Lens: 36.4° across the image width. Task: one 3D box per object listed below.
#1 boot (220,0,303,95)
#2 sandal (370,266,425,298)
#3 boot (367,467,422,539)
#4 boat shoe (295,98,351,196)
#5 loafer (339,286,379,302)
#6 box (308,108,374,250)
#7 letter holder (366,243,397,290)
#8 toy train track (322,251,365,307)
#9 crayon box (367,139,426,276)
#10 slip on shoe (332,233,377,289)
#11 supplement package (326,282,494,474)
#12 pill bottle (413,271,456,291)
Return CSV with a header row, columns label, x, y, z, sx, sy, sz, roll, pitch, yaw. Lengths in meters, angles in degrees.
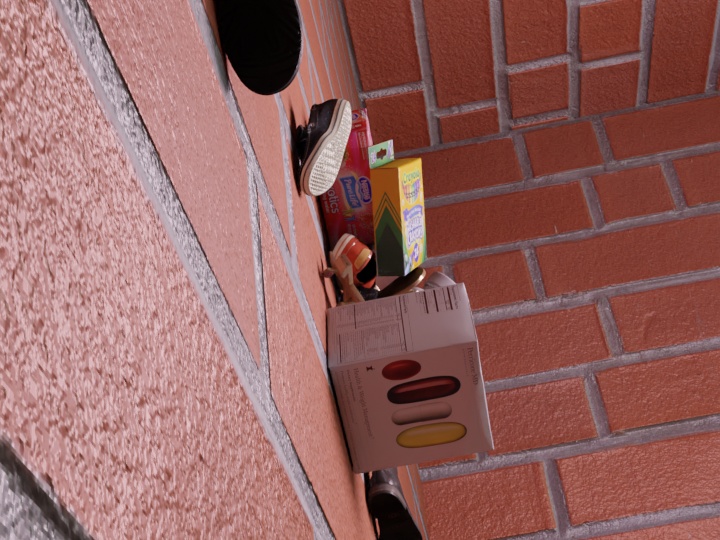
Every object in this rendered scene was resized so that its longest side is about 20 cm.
label,x,y,z,sx,sy,sz,roll,pitch,yaw
boot,-0.093,-0.262,1.085,0.168,0.076,0.202,6,68,-82
sandal,0.060,0.055,1.795,0.070,0.078,0.211,51,-35,-11
boot,0.049,0.334,1.731,0.175,0.069,0.201,-95,172,-50
boat shoe,-0.060,-0.171,1.516,0.201,0.062,0.075,-74,162,-47
loafer,0.017,0.116,1.768,0.068,0.070,0.202,-67,149,-55
box,-0.019,-0.146,1.759,0.096,0.099,0.202,-94,174,-61
letter holder,0.056,-0.025,1.930,0.101,0.141,0.201,45,-27,40
toy train track,-0.027,0.050,1.609,0.115,0.032,0.201,55,-18,33
crayon box,0.060,-0.102,1.731,0.126,0.051,0.202,-33,120,-67
slip on shoe,0.000,0.000,1.754,0.074,0.061,0.200,-57,165,-11
supplement package,0.068,0.150,1.515,0.148,0.198,0.193,-95,173,-59
pill bottle,0.093,0.101,1.898,0.111,0.200,0.111,41,-11,10
